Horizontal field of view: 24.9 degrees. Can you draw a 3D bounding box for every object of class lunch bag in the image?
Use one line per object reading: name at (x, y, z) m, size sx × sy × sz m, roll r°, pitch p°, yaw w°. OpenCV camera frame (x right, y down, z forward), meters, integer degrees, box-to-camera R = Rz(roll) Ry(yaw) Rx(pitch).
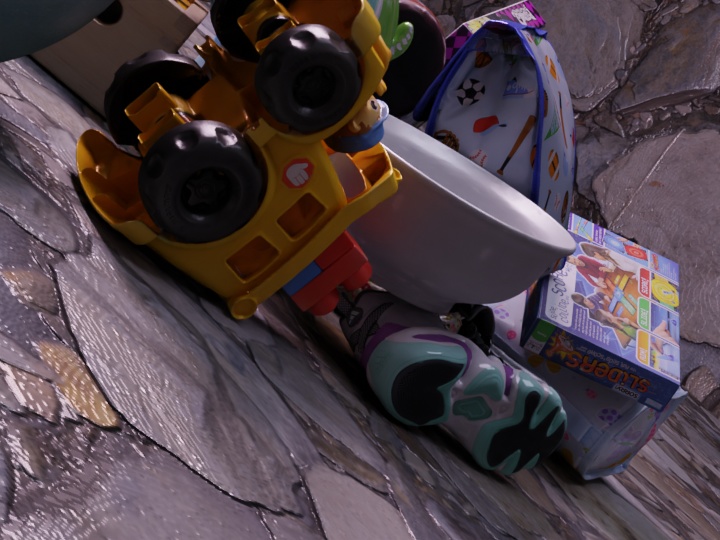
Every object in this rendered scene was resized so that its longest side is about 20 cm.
lunch bag at (0.110, -0.099, 1.310) m, size 0.123 × 0.201 × 0.170 m, roll 10°, pitch 8°, yaw 14°
lunch bag at (0.189, 0.094, 1.464) m, size 0.170 × 0.127 × 0.200 m, roll 43°, pitch 14°, yaw 20°

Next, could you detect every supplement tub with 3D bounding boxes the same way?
supplement tub at (-0.012, -0.206, 1.374) m, size 0.107 × 0.107 × 0.200 m, roll 36°, pitch 7°, yaw -34°

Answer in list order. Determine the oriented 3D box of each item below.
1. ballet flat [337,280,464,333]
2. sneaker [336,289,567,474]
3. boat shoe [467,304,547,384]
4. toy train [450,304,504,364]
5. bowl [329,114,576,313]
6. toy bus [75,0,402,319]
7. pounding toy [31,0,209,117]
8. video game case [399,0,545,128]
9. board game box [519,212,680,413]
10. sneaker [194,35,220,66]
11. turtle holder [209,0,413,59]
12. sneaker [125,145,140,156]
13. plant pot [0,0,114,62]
ballet flat at (0.000, 0.000, 1.282) m, size 0.200 × 0.064 × 0.076 m, roll 41°, pitch 9°, yaw 1°
sneaker at (0.059, 0.063, 1.173) m, size 0.200 × 0.078 × 0.140 m, roll 34°, pitch 12°, yaw -44°
boat shoe at (0.085, 0.055, 1.366) m, size 0.072 × 0.069 × 0.200 m, roll 34°, pitch 11°, yaw -40°
toy train at (0.086, 0.074, 1.287) m, size 0.034 × 0.046 × 0.200 m, roll 40°, pitch 16°, yaw -44°
bowl at (0.045, -0.033, 1.141) m, size 0.200 × 0.091 × 0.201 m, roll 29°, pitch 13°, yaw -7°
toy bus at (-0.043, -0.067, 1.004) m, size 0.192 × 0.200 × 0.136 m, roll 45°, pitch 7°, yaw -34°
pounding toy at (-0.183, -0.215, 1.282) m, size 0.200 × 0.142 × 0.184 m, roll 40°, pitch 9°, yaw -10°
video game case at (0.061, -0.164, 1.478) m, size 0.036 × 0.200 × 0.181 m, roll 54°, pitch 28°, yaw 2°
board game box at (0.212, 0.028, 1.420) m, size 0.135 × 0.035 × 0.200 m, roll 26°, pitch 32°, yaw -4°
sneaker at (-0.060, -0.172, 1.529) m, size 0.199 × 0.131 × 0.080 m, roll 18°, pitch 45°, yaw -25°
turtle holder at (-0.051, -0.184, 1.214) m, size 0.140 × 0.187 × 0.132 m, roll 16°, pitch 6°, yaw 27°
sneaker at (-0.084, -0.070, 1.159) m, size 0.140 × 0.078 × 0.200 m, roll 44°, pitch 9°, yaw 15°
plant pot at (-0.238, -0.197, 0.957) m, size 0.200 × 0.134 × 0.200 m, roll 40°, pitch 9°, yaw -7°
